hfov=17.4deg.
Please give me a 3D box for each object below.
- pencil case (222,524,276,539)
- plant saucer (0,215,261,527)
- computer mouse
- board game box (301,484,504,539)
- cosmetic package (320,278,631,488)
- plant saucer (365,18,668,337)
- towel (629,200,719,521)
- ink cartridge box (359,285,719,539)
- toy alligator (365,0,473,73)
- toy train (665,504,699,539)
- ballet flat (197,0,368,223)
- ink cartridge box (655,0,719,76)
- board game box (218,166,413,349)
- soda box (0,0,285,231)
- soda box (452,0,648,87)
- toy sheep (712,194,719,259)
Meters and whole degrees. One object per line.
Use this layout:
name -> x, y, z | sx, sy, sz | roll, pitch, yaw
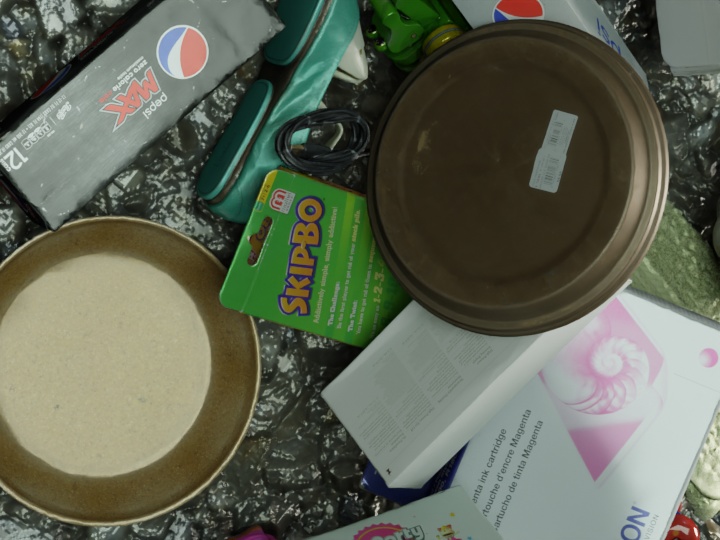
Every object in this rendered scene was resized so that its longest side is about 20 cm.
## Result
pencil case -> -0.131, 0.234, 1.519 | 0.200, 0.088, 0.089 | -22, 102, -18
plant saucer -> -0.164, 0.063, 1.515 | 0.200, 0.035, 0.201 | -2, 96, -18
computer mouse -> 0.023, -0.069, 1.541 | 0.200, 0.034, 0.059 | 12, 85, -37
board game box -> 0.008, 0.247, 1.520 | 0.147, 0.064, 0.200 | -17, 133, -23
cosmetic package -> 0.073, 0.044, 1.506 | 0.200, 0.083, 0.051 | -45, 153, 18
plant saucer -> 0.091, -0.060, 1.457 | 0.199, 0.029, 0.201 | -4, 81, 22
towel -> 0.222, 0.056, 1.621 | 0.200, 0.036, 0.148 | 51, 58, -15
ink cartridge box -> 0.124, 0.096, 1.541 | 0.200, 0.043, 0.197 | 21, 96, 0
toy alligator -> 0.032, -0.155, 1.522 | 0.054, 0.059, 0.200 | -44, 147, 21
toy train -> 0.133, 0.144, 1.608 | 0.116, 0.085, 0.200 | -39, 103, 6
ballet flat -> -0.036, -0.120, 1.527 | 0.070, 0.067, 0.200 | 24, 93, -29
ink cartridge box -> 0.295, -0.218, 1.585 | 0.200, 0.086, 0.147 | -15, 101, -37
board game box -> 0.000, 0.000, 1.537 | 0.200, 0.030, 0.096 | 17, 98, -37
soda box -> -0.146, -0.115, 1.487 | 0.200, 0.063, 0.071 | -42, 107, -9
soda box -> 0.118, -0.161, 1.530 | 0.063, 0.068, 0.200 | -26, 126, 19
toy sheep -> 0.304, -0.031, 1.606 | 0.138, 0.138, 0.200 | 20, 56, -19
